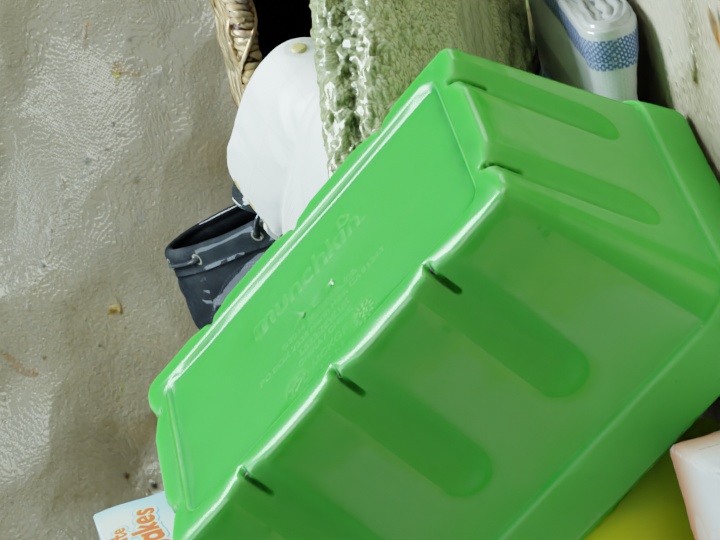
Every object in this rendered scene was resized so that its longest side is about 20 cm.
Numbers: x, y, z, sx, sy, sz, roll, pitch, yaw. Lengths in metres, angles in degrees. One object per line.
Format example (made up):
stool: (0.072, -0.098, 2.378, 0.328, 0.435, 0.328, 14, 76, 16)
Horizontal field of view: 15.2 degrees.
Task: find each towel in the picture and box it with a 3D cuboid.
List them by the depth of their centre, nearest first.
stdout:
towel: (0.027, -0.079, 0.974, 0.148, 0.036, 0.200, 40, -142, -50)
towel: (0.098, -0.022, 0.996, 0.147, 0.024, 0.200, -108, 3, -68)

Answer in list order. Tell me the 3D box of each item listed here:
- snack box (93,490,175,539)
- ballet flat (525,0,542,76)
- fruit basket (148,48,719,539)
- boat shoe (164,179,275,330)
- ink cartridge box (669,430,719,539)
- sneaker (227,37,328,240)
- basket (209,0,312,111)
snack box: (-0.041, 0.187, 0.923, 0.116, 0.037, 0.200, -127, 22, -61)
ballet flat: (0.041, -0.030, 1.125, 0.071, 0.071, 0.200, -107, 20, -56)
fruit basket: (0.061, 0.059, 0.864, 0.156, 0.216, 0.216, -107, 2, -56)
boat shoe: (-0.024, -0.032, 1.214, 0.062, 0.075, 0.200, 51, 135, -1)
ink cartridge box: (0.134, 0.127, 0.697, 0.200, 0.050, 0.162, -75, -31, -87)
sneaker: (0.000, 0.000, 1.100, 0.116, 0.074, 0.200, 50, 152, 47)
basket: (0.014, -0.076, 1.345, 0.149, 0.143, 0.200, -132, 28, -80)
